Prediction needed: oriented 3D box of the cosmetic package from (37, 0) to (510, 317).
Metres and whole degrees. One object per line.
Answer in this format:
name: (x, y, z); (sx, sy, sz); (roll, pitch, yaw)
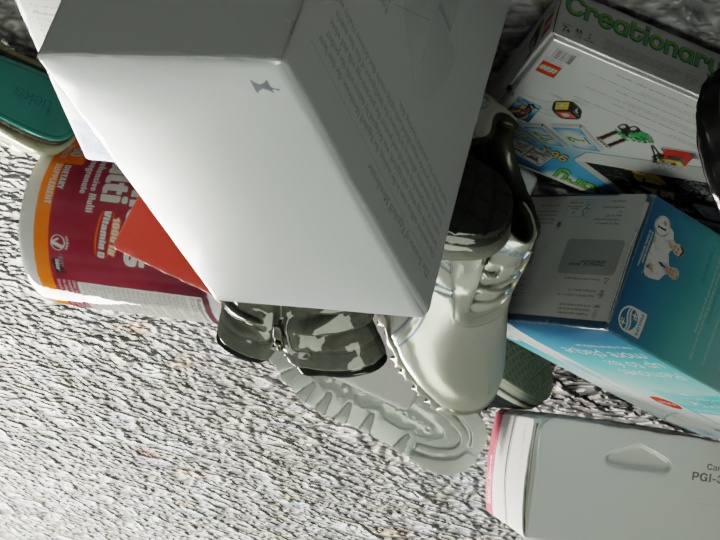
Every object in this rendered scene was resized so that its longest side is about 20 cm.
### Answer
cosmetic package: (-0.027, -0.116, 0.803); (0.122, 0.202, 0.200); (3, 149, 23)

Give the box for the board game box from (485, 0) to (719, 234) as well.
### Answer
board game box: (0.171, -0.074, 0.954); (0.198, 0.035, 0.126); (21, 153, -10)

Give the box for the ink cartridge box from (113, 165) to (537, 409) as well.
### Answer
ink cartridge box: (-0.020, -0.031, 1.010); (0.199, 0.164, 0.057); (25, -168, -22)

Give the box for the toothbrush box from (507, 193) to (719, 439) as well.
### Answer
toothbrush box: (0.187, 0.033, 1.038); (0.199, 0.086, 0.146); (27, 169, -29)

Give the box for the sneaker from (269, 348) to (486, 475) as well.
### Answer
sneaker: (0.006, 0.072, 1.272); (0.200, 0.081, 0.076); (40, 106, -10)

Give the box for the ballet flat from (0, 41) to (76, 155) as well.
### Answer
ballet flat: (-0.260, -0.129, 1.057); (0.199, 0.070, 0.069); (34, 147, -33)

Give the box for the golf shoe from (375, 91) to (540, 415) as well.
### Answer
golf shoe: (0.058, -0.005, 0.951); (0.097, 0.078, 0.202); (20, 126, 53)

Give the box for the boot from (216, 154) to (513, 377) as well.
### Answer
boot: (0.000, 0.000, 0.936); (0.198, 0.068, 0.132); (8, 129, 29)

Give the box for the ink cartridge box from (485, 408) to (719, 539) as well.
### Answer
ink cartridge box: (0.171, 0.147, 1.214); (0.145, 0.084, 0.200); (8, 177, -2)

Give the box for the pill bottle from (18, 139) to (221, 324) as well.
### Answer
pill bottle: (-0.109, -0.022, 1.115); (0.198, 0.110, 0.110); (7, 151, 17)

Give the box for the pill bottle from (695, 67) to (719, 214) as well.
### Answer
pill bottle: (0.267, -0.076, 0.804); (0.199, 0.113, 0.112); (-22, 136, 34)

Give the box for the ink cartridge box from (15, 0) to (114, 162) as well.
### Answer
ink cartridge box: (-0.117, -0.154, 0.871); (0.067, 0.116, 0.201); (8, 152, 12)

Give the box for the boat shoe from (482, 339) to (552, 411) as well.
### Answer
boat shoe: (0.055, 0.045, 1.195); (0.062, 0.075, 0.199); (-17, 144, 37)
